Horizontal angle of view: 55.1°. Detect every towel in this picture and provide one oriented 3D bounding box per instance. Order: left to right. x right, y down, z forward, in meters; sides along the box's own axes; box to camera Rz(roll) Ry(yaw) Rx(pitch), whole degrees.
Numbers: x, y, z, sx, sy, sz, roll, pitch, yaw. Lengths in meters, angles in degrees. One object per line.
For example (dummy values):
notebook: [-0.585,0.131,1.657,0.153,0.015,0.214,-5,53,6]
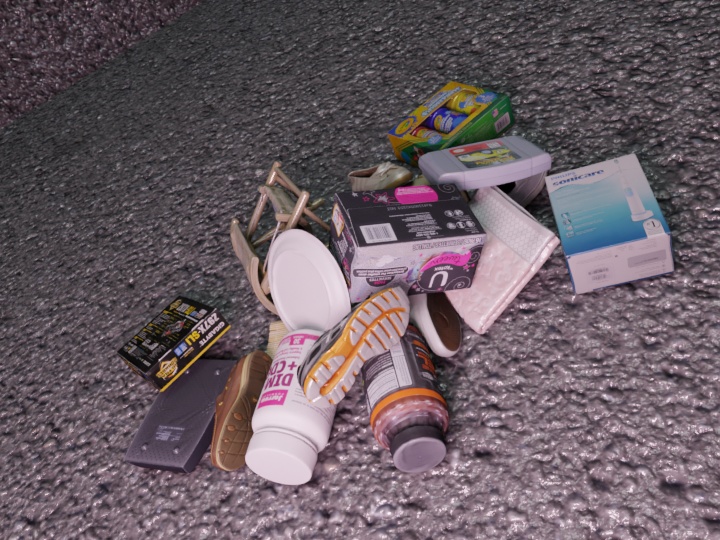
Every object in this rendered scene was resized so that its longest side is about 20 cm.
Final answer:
towel: [0.194,-0.027,1.092,0.191,0.032,0.200,-51,39,11]

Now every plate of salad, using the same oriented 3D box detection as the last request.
plate of salad: [-0.076,0.031,1.075,0.048,0.201,0.199,-20,29,-39]

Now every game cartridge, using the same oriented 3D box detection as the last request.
game cartridge: [0.210,-0.181,1.165,0.199,0.041,0.133,-13,32,-8]

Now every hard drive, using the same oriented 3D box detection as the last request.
hard drive: [-0.281,0.233,1.117,0.134,0.042,0.201,-3,44,26]

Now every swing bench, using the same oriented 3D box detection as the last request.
swing bench: [-0.144,-0.058,1.227,0.200,0.130,0.199,-49,31,4]

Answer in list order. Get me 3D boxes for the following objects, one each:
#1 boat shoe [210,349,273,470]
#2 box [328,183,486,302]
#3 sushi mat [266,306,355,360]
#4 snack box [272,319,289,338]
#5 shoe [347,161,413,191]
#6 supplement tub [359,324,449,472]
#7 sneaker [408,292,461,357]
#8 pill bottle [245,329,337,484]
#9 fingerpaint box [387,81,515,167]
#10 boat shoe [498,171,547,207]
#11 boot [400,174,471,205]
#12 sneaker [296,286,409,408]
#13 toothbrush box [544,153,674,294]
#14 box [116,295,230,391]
boat shoe: [-0.189,0.218,1.068,0.067,0.072,0.201,-22,39,34]
box: [0.066,-0.041,1.040,0.199,0.115,0.133,-7,45,-16]
sushi mat: [-0.070,0.110,1.122,0.199,0.012,0.096,-12,55,23]
snack box: [-0.050,0.096,1.153,0.199,0.024,0.072,3,49,32]
shoe: [0.031,-0.175,1.322,0.070,0.054,0.200,-35,15,-23]
supplement tub: [0.060,0.173,0.946,0.106,0.107,0.201,-22,40,6]
sneaker: [0.096,0.071,1.082,0.085,0.073,0.201,-49,36,27]
pill bottle: [-0.090,0.195,0.997,0.113,0.114,0.201,-6,43,23]
fingerpaint box: [0.184,-0.293,1.410,0.200,0.074,0.167,-40,41,-16]
boat shoe: [0.265,-0.150,1.211,0.070,0.072,0.201,17,57,40]
boot: [0.107,-0.121,1.246,0.155,0.073,0.200,-29,24,-2]
sneaker: [-0.014,0.093,0.940,0.200,0.078,0.077,-43,26,-15]
toothbrush box: [0.375,-0.075,1.057,0.145,0.086,0.201,-15,41,15]
box: [-0.336,0.123,1.223,0.160,0.049,0.200,-44,26,-22]
